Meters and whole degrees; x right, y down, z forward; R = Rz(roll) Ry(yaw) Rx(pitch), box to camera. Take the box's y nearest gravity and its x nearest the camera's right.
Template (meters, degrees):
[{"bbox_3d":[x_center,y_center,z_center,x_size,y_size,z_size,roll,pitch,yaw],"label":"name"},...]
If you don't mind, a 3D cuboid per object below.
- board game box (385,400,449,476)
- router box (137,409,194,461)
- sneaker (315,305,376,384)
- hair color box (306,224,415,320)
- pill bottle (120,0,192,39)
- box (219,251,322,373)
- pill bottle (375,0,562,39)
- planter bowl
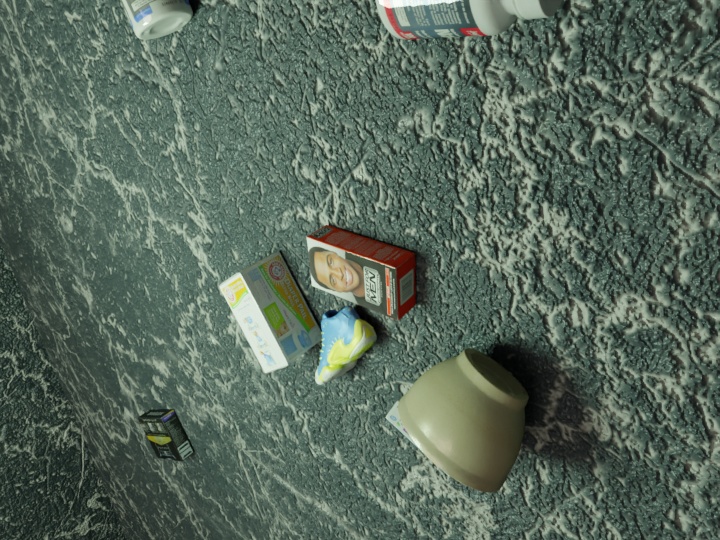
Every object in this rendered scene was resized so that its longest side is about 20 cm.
[{"bbox_3d":[0.117,0.286,1.004,0.133,0.034,0.200,39,175,19],"label":"board game box"},{"bbox_3d":[-0.644,0.542,1.948,0.197,0.052,0.161,-13,103,47],"label":"router box"},{"bbox_3d":[-0.044,0.138,1.142,0.200,0.075,0.107,-46,69,40],"label":"sneaker"},{"bbox_3d":[0.000,0.000,1.016,0.196,0.061,0.105,19,127,35],"label":"hair color box"},{"bbox_3d":[-0.383,-0.526,1.029,0.112,0.113,0.205,-10,107,45],"label":"pill bottle"},{"bbox_3d":[-0.180,0.084,1.196,0.100,0.112,0.204,-23,97,48],"label":"box"},{"bbox_3d":[0.122,-0.328,0.664,0.196,0.119,0.123,14,124,37],"label":"pill bottle"},{"bbox_3d":[0.171,0.208,0.899,0.198,0.199,0.137,38,106,20],"label":"planter bowl"}]
